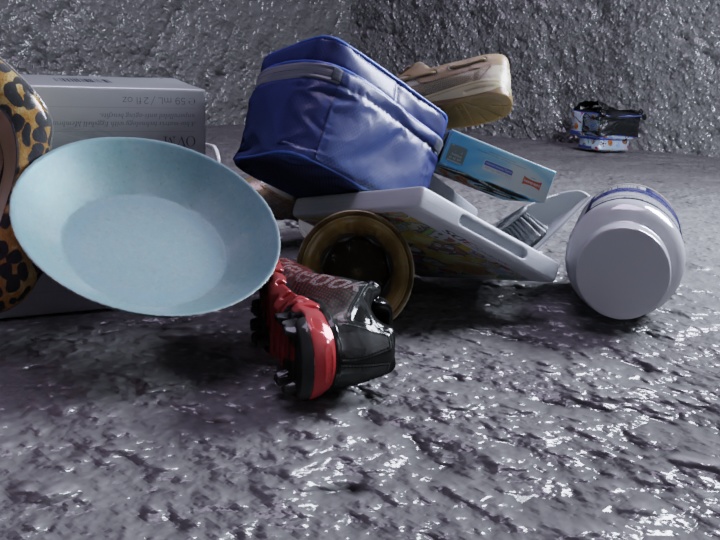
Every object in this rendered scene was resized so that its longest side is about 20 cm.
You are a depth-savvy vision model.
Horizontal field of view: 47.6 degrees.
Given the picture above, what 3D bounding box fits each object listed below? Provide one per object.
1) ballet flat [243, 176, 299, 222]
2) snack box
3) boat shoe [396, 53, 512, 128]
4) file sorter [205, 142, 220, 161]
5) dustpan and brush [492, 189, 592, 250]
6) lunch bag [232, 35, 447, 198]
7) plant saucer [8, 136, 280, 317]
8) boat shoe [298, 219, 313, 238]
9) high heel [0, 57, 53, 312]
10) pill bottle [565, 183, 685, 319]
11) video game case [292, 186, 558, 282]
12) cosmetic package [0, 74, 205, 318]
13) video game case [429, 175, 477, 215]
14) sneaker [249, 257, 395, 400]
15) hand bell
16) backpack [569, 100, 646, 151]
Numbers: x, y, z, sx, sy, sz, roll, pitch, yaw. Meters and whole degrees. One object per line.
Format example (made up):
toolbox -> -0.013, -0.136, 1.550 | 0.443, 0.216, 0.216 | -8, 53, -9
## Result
ballet flat -> -0.086, -0.097, 1.039 | 0.198, 0.068, 0.068 | 12, 27, -48
snack box -> 0.133, -0.112, 0.901 | 0.114, 0.038, 0.200 | 21, 5, -3
boat shoe -> 0.068, -0.189, 0.895 | 0.196, 0.066, 0.071 | -6, -23, 17
file sorter -> -0.281, -0.090, 0.990 | 0.197, 0.127, 0.138 | -7, 16, -31
dustpan and brush -> 0.147, -0.033, 0.912 | 0.139, 0.057, 0.200 | -39, 0, -32
lunch bag -> -0.008, -0.132, 0.792 | 0.198, 0.135, 0.135 | 25, -13, -39
plant saucer -> -0.160, -0.027, 0.618 | 0.198, 0.039, 0.203 | 15, 38, -12
boat shoe -> 0.025, -0.057, 1.003 | 0.196, 0.074, 0.062 | -1, -10, 10
high heel -> -0.288, -0.073, 0.600 | 0.070, 0.202, 0.143 | -5, 36, 29
pill bottle -> 0.259, -0.018, 0.800 | 0.109, 0.113, 0.200 | 6, 15, 18
video game case -> 0.057, -0.030, 0.780 | 0.180, 0.023, 0.199 | 24, -12, -34
cosmetic package -> -0.253, -0.074, 0.763 | 0.196, 0.204, 0.123 | -5, 19, -25
video game case -> 0.025, -0.111, 1.031 | 0.180, 0.022, 0.199 | 10, -12, 42
sneaker -> -0.030, 0.036, 0.622 | 0.096, 0.072, 0.200 | -3, 17, -18
hand bell -> 0.000, 0.000, 0.795 | 0.102, 0.106, 0.200 | 3, 1, 3
backpack -> 0.753, -0.449, 2.546 | 0.197, 0.157, 0.190 | 2, 20, -28
